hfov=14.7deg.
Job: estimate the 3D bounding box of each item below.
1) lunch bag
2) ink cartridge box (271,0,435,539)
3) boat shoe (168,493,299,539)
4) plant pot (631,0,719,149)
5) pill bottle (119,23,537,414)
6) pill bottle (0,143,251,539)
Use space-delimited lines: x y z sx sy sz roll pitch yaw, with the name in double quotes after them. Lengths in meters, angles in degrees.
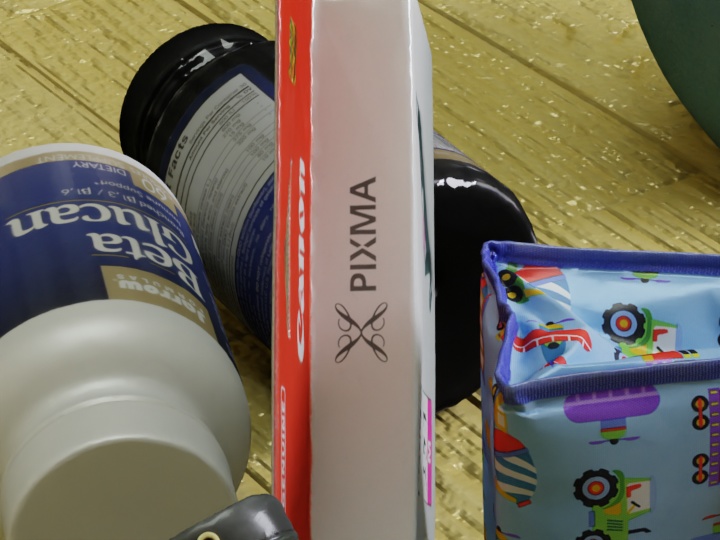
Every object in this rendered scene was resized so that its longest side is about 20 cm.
0.142 0.072 0.933 0.199 0.151 0.094 -3 30 0 "lunch bag"
0.000 0.000 0.958 0.043 0.201 0.174 -1 -8 4 "ink cartridge box"
-0.096 0.128 0.867 0.201 0.063 0.074 -26 -10 24 "boat shoe"
0.213 -0.116 1.267 0.199 0.135 0.200 -2 31 1 "plant pot"
-0.021 -0.028 1.157 0.111 0.112 0.200 -17 33 -23 "pill bottle"
-0.101 0.043 1.041 0.111 0.111 0.200 -8 31 -10 "pill bottle"
